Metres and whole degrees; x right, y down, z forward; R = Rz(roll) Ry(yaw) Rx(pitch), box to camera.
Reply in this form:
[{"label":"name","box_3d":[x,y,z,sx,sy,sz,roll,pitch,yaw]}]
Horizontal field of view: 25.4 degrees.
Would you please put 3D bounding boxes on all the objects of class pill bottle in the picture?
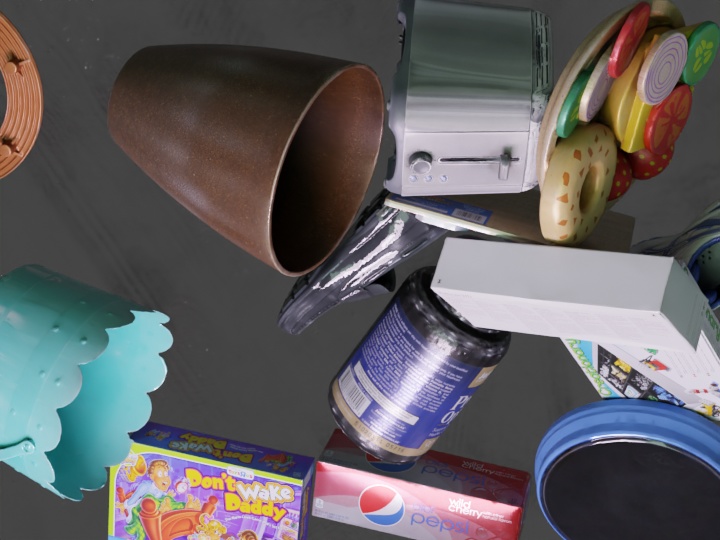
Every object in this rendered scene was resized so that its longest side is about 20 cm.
[{"label":"pill bottle","box_3d":[0.064,0.069,1.424,0.112,0.112,0.200,35,119,-2]}]

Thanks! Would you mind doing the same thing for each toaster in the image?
[{"label":"toaster","box_3d":[0.088,-0.145,1.292,0.128,0.201,0.114,4,133,1]}]

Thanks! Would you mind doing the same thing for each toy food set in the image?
[{"label":"toy food set","box_3d":[0.206,-0.122,1.256,0.049,0.200,0.199,30,122,32]}]

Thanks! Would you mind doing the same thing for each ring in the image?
[{"label":"ring","box_3d":[-0.393,-0.170,1.496,0.199,0.019,0.201,6,116,13]}]

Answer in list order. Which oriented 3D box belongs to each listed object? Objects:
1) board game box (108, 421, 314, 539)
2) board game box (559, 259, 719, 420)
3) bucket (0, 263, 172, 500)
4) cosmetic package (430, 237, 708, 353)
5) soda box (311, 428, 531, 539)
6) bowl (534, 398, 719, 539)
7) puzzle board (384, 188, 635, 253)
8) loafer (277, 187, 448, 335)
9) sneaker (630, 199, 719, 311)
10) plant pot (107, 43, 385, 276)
[{"label":"board game box","box_3d":[-0.151,0.233,1.597,0.199,0.045,0.135,11,116,11]},{"label":"board game box","box_3d":[0.245,0.065,1.351,0.126,0.035,0.200,-5,142,31]},{"label":"bucket","box_3d":[-0.283,0.101,1.489,0.134,0.207,0.208,24,118,15]},{"label":"cosmetic package","box_3d":[0.162,0.017,1.247,0.199,0.051,0.082,6,161,35]},{"label":"soda box","box_3d":[0.058,0.212,1.514,0.199,0.070,0.064,11,115,11]},{"label":"bowl","box_3d":[0.254,0.200,1.440,0.200,0.039,0.201,10,134,11]},{"label":"puzzle board","box_3d":[0.128,-0.045,1.332,0.199,0.151,0.017,16,110,8]},{"label":"loafer","box_3d":[0.000,0.000,1.435,0.070,0.068,0.200,40,121,-12]},{"label":"sneaker","box_3d":[0.267,0.009,1.354,0.075,0.088,0.200,44,119,-9]},{"label":"plant pot","box_3d":[-0.111,-0.118,1.365,0.199,0.187,0.188,22,119,21]}]
